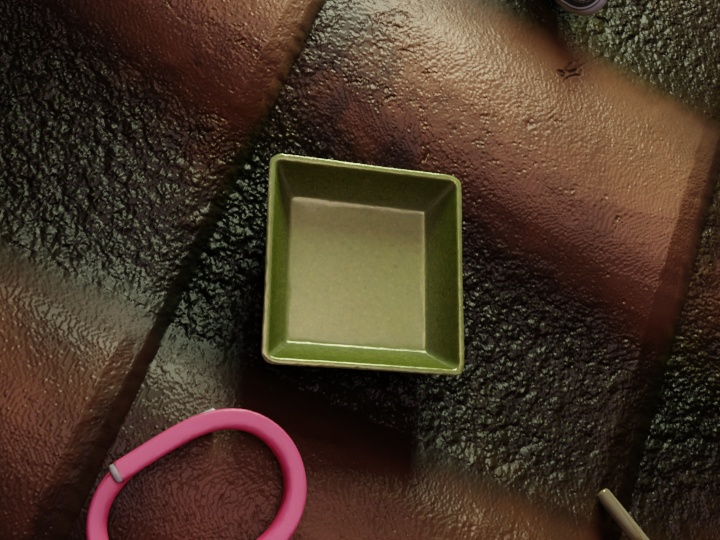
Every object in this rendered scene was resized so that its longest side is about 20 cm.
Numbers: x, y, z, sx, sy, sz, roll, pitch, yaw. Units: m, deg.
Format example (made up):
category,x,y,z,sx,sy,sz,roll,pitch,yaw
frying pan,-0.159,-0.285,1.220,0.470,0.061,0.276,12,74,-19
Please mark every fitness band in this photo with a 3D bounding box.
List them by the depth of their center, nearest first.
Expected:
category,x,y,z,sx,sy,sz,roll,pitch,yaw
fitness band,-0.141,0.207,0.842,0.198,0.037,0.145,-28,85,-20

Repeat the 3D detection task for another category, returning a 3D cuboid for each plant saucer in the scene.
category,x,y,z,sx,sy,sz,roll,pitch,yaw
plant saucer,0.000,0.000,0.934,0.196,0.048,0.203,5,74,-16

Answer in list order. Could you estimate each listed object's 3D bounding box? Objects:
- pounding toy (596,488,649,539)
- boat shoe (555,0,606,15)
category,x,y,z,sx,sy,sz,roll,pitch,yaw
pounding toy,0.296,0.325,0.875,0.142,0.199,0.185,-46,105,-22
boat shoe,0.213,-0.378,1.085,0.068,0.056,0.202,-31,77,20
